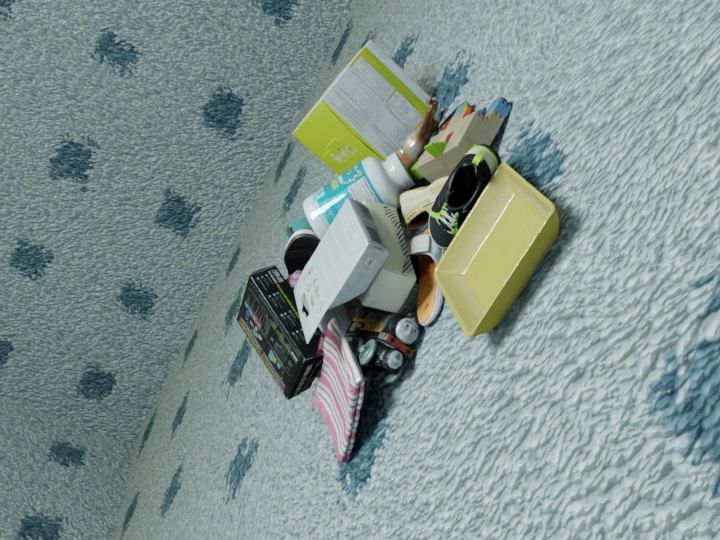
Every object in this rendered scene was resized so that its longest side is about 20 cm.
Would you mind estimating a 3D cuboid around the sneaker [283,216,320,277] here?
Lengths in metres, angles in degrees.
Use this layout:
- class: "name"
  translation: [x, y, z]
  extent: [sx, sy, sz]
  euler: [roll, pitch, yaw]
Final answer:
- class: "sneaker"
  translation: [-0.108, -0.059, 1.366]
  extent: [0.201, 0.082, 0.123]
  euler: [104, 167, -61]

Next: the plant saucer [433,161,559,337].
- class: "plant saucer"
  translation: [0.190, -0.026, 0.957]
  extent: [0.202, 0.048, 0.201]
  euler: [-60, 20, 18]

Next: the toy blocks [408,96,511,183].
- class: "toy blocks"
  translation: [0.176, -0.231, 1.202]
  extent: [0.138, 0.099, 0.199]
  euler: [-59, 16, -19]

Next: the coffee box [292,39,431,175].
- class: "coffee box"
  translation: [0.004, -0.334, 1.533]
  extent: [0.199, 0.199, 0.199]
  euler: [-55, 13, -23]

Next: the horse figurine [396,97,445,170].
- class: "horse figurine"
  translation: [0.106, -0.248, 1.350]
  extent: [0.201, 0.050, 0.133]
  euler: [-53, 4, 25]

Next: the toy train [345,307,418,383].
- class: "toy train"
  translation: [0.029, 0.120, 1.176]
  extent: [0.115, 0.085, 0.199]
  euler: [-60, 17, -14]

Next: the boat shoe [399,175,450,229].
- class: "boat shoe"
  translation: [0.141, -0.112, 1.177]
  extent: [0.199, 0.073, 0.071]
  euler: [-14, 76, 57]

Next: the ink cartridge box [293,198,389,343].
- class: "ink cartridge box"
  translation: [-0.037, 0.004, 1.140]
  extent: [0.202, 0.047, 0.161]
  euler: [-58, 27, 21]

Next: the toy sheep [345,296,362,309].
- class: "toy sheep"
  translation: [0.000, 0.000, 1.325]
  extent: [0.200, 0.137, 0.139]
  euler: [-44, 28, 34]

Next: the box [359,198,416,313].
- class: "box"
  translation: [0.032, -0.028, 1.170]
  extent: [0.202, 0.067, 0.083]
  euler: [-101, 32, -49]

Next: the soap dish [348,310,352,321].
- class: "soap dish"
  translation: [-0.089, 0.079, 1.475]
  extent: [0.158, 0.080, 0.202]
  euler: [-50, 41, 40]

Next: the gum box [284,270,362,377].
- class: "gum box"
  translation: [-0.076, 0.096, 1.299]
  extent: [0.113, 0.065, 0.203]
  euler: [-7, 102, 57]

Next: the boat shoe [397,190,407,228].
- class: "boat shoe"
  translation: [0.065, -0.147, 1.389]
  extent: [0.202, 0.062, 0.074]
  euler: [-93, 12, -56]

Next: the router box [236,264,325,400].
- class: "router box"
  translation: [-0.147, 0.115, 1.294]
  extent: [0.201, 0.061, 0.151]
  euler: [54, 143, 21]

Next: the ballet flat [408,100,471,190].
- class: "ballet flat"
  translation: [0.156, -0.227, 1.318]
  extent: [0.202, 0.056, 0.066]
  euler: [-59, -8, 6]

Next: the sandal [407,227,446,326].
- class: "sandal"
  translation: [0.102, -0.006, 1.153]
  extent: [0.079, 0.059, 0.209]
  euler: [-48, 25, 41]

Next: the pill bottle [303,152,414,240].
- class: "pill bottle"
  translation: [0.000, -0.134, 1.287]
  extent: [0.198, 0.111, 0.111]
  euler: [-32, 27, 10]

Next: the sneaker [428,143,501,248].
- class: "sneaker"
  translation: [0.143, -0.108, 1.068]
  extent: [0.083, 0.071, 0.202]
  euler: [-38, -22, -45]

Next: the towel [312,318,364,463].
- class: "towel"
  translation: [-0.038, 0.202, 1.168]
  extent: [0.147, 0.029, 0.203]
  euler: [-120, 31, -47]
